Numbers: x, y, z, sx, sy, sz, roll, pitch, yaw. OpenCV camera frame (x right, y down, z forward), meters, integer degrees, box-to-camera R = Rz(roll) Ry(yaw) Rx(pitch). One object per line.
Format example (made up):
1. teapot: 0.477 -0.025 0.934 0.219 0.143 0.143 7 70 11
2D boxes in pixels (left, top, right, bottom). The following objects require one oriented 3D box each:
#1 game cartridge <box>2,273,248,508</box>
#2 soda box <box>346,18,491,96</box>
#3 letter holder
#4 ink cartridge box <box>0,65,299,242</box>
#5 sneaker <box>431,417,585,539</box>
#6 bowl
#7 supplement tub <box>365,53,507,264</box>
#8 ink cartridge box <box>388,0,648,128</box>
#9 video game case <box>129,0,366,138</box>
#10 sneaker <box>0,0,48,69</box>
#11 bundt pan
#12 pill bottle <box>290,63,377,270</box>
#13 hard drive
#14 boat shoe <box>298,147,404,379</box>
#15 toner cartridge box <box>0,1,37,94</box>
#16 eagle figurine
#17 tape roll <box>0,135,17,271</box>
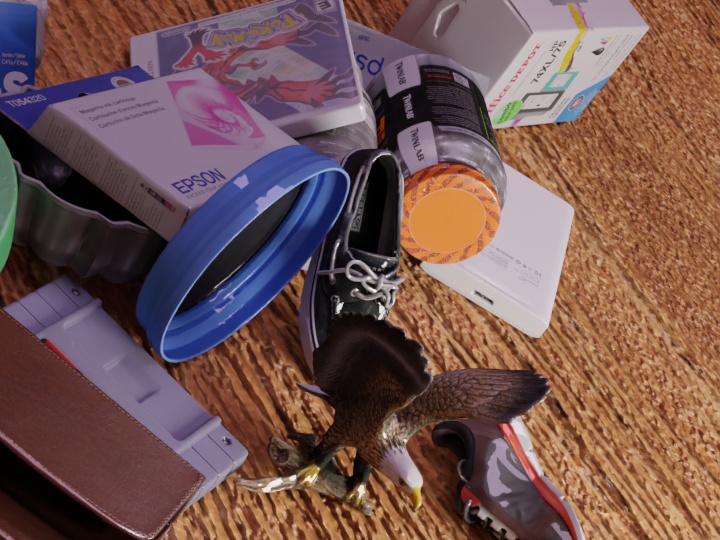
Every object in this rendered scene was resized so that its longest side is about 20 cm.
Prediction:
1. game cartridge: -0.189 0.096 1.333 0.200 0.038 0.130 43 32 9
2. soda box: 0.023 -0.190 1.783 0.199 0.069 0.063 18 -2 -24
3. letter holder: -0.230 0.138 1.196 0.200 0.101 0.142 39 37 3
4. ink cartridge box: -0.156 -0.109 1.441 0.200 0.043 0.196 38 29 16
5. sneaker: 0.117 0.197 1.465 0.082 0.077 0.200 -17 57 -17
6. bowl: -0.091 -0.015 1.393 0.039 0.201 0.200 44 36 13
7. supplement tub: 0.067 -0.101 1.673 0.122 0.123 0.200 22 30 -20
8. ink cartridge box: 0.165 -0.251 1.921 0.199 0.147 0.146 -10 57 -45
9. video game case: -0.103 -0.170 1.598 0.199 0.023 0.183 -14 43 3
10. sneaker: -0.349 -0.216 1.516 0.199 0.076 0.092 11 47 -29
11. bundt pan: -0.208 -0.060 1.435 0.201 0.076 0.202 20 28 -11
12. pill bottle: -0.040 -0.106 1.614 0.113 0.114 0.201 21 38 -21
13. hard drive: 0.135 -0.033 1.753 0.132 0.026 0.200 31 36 -8
14. boat shoe: 0.002 0.000 1.480 0.073 0.068 0.200 13 85 -29
15. toner cartridge box: -0.352 -0.170 1.440 0.199 0.043 0.096 -1 94 -40
16. eagle figurine: 0.025 0.104 1.354 0.151 0.200 0.152 43 30 8
17. tape roll: -0.345 -0.050 1.294 0.199 0.048 0.201 7 54 -10
